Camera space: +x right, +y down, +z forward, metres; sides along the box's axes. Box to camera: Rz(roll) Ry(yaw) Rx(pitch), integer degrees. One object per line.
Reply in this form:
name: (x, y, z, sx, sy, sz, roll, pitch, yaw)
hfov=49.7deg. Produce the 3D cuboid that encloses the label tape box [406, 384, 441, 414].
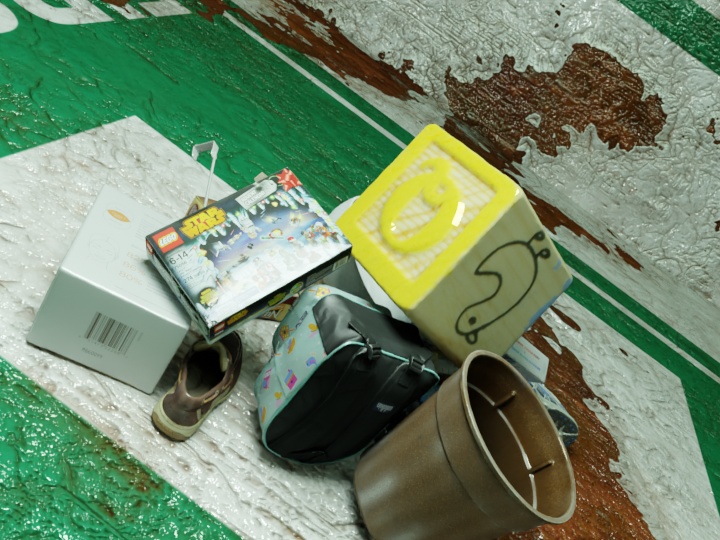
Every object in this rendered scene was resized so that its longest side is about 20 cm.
label tape box: (0.155, 0.243, 1.123, 0.197, 0.064, 0.145, 16, 32, -36)

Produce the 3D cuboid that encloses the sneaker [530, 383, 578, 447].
sneaker: (0.288, 0.220, 1.344, 0.200, 0.077, 0.085, 45, 15, 1)

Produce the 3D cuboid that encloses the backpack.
backpack: (-0.033, 0.129, 0.921, 0.174, 0.202, 0.154, 20, 25, -38)

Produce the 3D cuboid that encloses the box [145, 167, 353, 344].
box: (-0.125, -0.023, 0.885, 0.198, 0.040, 0.137, -31, 67, -28)

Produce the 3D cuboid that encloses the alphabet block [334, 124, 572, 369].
alphabet block: (0.116, -0.021, 0.974, 0.200, 0.196, 0.196, 43, 1, -45)

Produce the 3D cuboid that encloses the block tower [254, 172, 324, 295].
block tower: (-0.111, -0.049, 1.176, 0.202, 0.057, 0.054, 58, 7, 18)

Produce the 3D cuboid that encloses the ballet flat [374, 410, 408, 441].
ballet flat: (0.039, 0.179, 1.043, 0.066, 0.056, 0.204, -7, 71, -52)

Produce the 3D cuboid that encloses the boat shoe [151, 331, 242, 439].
boat shoe: (-0.176, 0.114, 0.913, 0.071, 0.073, 0.200, 34, 25, -1)

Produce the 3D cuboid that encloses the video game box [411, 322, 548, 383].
video game box: (0.156, 0.113, 1.180, 0.181, 0.197, 0.048, 34, 65, -38)

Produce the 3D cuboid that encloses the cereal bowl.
cereal bowl: (0.000, 0.000, 1.119, 0.201, 0.082, 0.203, 49, 30, -41)

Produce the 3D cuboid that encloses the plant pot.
plant pot: (0.108, 0.230, 0.890, 0.199, 0.197, 0.203, 38, 30, -27)

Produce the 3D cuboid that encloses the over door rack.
over door rack: (-0.160, -0.061, 1.024, 0.149, 0.065, 0.203, 62, 12, -49)

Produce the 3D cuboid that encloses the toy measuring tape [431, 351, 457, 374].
toy measuring tape: (0.099, 0.152, 1.172, 0.195, 0.075, 0.074, 11, 30, -10)

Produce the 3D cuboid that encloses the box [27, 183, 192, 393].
box: (-0.275, 0.017, 0.913, 0.150, 0.107, 0.201, 28, 26, -18)

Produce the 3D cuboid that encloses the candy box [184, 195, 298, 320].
candy box: (-0.182, -0.019, 1.158, 0.114, 0.056, 0.202, 14, 34, -42)
